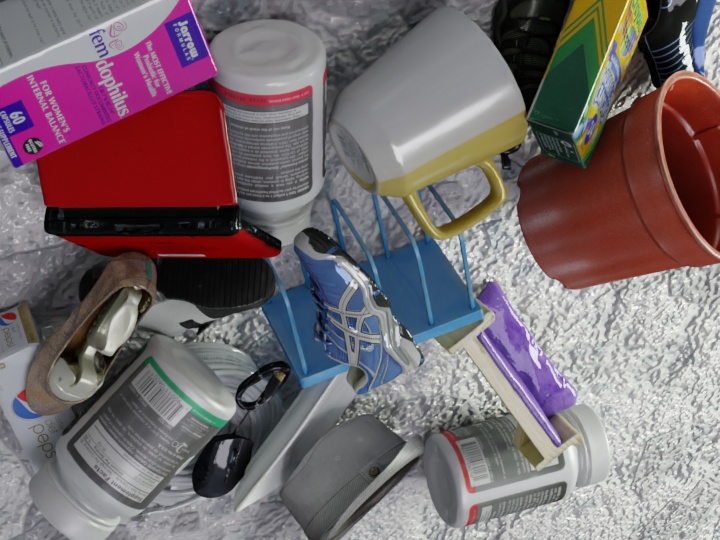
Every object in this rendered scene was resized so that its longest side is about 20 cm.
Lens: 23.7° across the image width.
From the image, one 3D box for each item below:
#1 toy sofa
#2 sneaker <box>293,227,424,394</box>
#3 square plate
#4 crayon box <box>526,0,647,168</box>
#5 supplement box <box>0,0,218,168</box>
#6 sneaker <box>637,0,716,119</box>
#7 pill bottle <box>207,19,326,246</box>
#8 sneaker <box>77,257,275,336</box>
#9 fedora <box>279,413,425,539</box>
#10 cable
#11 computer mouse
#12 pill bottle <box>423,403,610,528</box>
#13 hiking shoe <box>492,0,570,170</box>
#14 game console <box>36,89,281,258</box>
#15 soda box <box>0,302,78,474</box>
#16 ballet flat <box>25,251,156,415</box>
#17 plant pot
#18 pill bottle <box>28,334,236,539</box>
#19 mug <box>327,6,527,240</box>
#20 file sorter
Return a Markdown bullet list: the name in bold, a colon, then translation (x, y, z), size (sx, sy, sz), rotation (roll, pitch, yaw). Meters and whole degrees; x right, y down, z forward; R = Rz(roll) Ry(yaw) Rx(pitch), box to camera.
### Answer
- **toy sofa**: translation (0.172, 0.114, 1.903), size (0.097, 0.083, 0.200), rotation (-38, 112, -2)
- **sneaker**: translation (-0.012, 0.042, 1.627), size (0.077, 0.076, 0.200), rotation (-37, 123, -4)
- **square plate**: translation (-0.053, 0.158, 1.841), size (0.198, 0.028, 0.200), rotation (-55, 170, 15)
- **crayon box**: translation (0.224, -0.210, 1.635), size (0.126, 0.051, 0.201), rotation (40, 71, -73)
- **supplement box**: translation (-0.240, -0.191, 1.487), size (0.199, 0.103, 0.101), rotation (-27, 133, -6)
- **sneaker**: translation (0.311, -0.234, 1.752), size (0.077, 0.070, 0.201), rotation (-4, 129, -5)
- **pill bottle**: translation (-0.087, -0.124, 1.609), size (0.110, 0.111, 0.201), rotation (-12, 131, -17)
- **sneaker**: translation (-0.170, 0.024, 1.693), size (0.199, 0.074, 0.089), rotation (-3, 151, 18)
- **fedora**: translation (-0.021, 0.234, 1.918), size (0.200, 0.090, 0.177), rotation (-42, 170, -14)
- **cable**: translation (-0.184, 0.166, 1.828), size (0.199, 0.069, 0.201), rotation (-12, 131, -18)
- **computer mouse**: translation (-0.121, 0.171, 1.776), size (0.058, 0.034, 0.200), rotation (7, 130, -29)
- **pill bottle**: translation (0.185, 0.227, 2.026), size (0.199, 0.114, 0.114), rotation (-12, 131, -17)
- **hiking shoe**: translation (0.169, -0.200, 1.679), size (0.075, 0.101, 0.201), rotation (0, 126, -27)
- **game console**: translation (-0.187, -0.084, 1.585), size (0.199, 0.119, 0.172), rotation (1, 169, 22)
- **soda box**: translation (-0.326, 0.131, 1.728), size (0.063, 0.068, 0.201), rotation (-23, 133, -8)
- **ballet flat**: translation (-0.256, 0.072, 1.627), size (0.068, 0.067, 0.200), rotation (21, 112, -33)
- **plant pot**: translation (0.277, -0.077, 1.749), size (0.195, 0.202, 0.200), rotation (-20, 144, 38)
- **pill bottle**: translation (-0.228, 0.170, 1.692), size (0.200, 0.113, 0.113), rotation (-46, 132, 7)
- **mug**: translation (0.064, -0.131, 1.611), size (0.153, 0.187, 0.149), rotation (-33, 175, -15)
- **file sorter**: translation (0.000, 0.000, 1.738), size (0.199, 0.139, 0.123), rotation (-21, 129, -9)
